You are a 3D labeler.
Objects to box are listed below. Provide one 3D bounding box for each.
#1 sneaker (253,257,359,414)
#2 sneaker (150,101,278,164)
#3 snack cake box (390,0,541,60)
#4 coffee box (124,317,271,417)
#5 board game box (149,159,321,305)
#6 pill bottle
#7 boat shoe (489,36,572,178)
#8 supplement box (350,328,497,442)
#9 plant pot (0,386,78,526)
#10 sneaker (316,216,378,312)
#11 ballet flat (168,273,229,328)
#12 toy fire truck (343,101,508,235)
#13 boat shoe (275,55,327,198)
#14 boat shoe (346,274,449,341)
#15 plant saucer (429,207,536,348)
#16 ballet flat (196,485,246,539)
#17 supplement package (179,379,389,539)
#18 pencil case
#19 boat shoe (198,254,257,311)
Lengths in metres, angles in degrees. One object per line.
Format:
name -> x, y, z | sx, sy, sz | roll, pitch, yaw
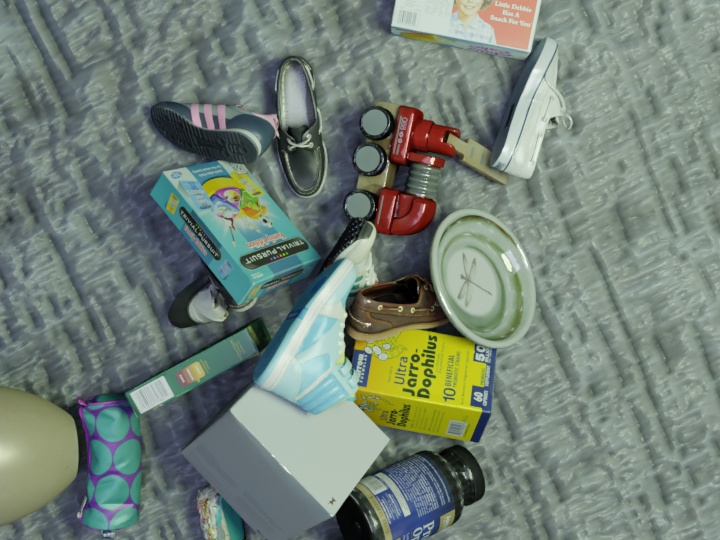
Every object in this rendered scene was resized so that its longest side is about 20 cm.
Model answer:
sneaker -> -0.036, 0.094, 1.190 | 0.130, 0.079, 0.201 | 37, 78, -13
sneaker -> -0.206, -0.208, 1.315 | 0.199, 0.082, 0.071 | 21, 140, 24
snack cake box -> 0.149, -0.373, 1.284 | 0.198, 0.067, 0.116 | 12, 93, 2
coffee box -> -0.228, 0.137, 1.318 | 0.199, 0.123, 0.044 | -29, 91, 3
board game box -> -0.168, -0.060, 1.261 | 0.200, 0.151, 0.047 | 49, 125, 13
pill bottle -> 0.073, 0.320, 1.287 | 0.199, 0.112, 0.113 | -19, 94, -28
boat shoe -> 0.253, -0.220, 1.278 | 0.085, 0.075, 0.203 | 23, 77, -10
supplement box -> 0.083, 0.155, 1.288 | 0.198, 0.110, 0.110 | 9, 58, 2
plant pot -> -0.482, 0.262, 1.324 | 0.133, 0.200, 0.202 | -1, 95, -27
sneaker -> 0.000, 0.001, 1.277 | 0.093, 0.200, 0.071 | 28, 55, -6
ballet flat -> -0.195, 0.027, 1.327 | 0.199, 0.069, 0.068 | -38, 125, 6
toy fire truck -> 0.097, -0.130, 1.286 | 0.198, 0.129, 0.178 | 13, 95, 15
boat shoe -> -0.086, -0.204, 1.313 | 0.073, 0.060, 0.202 | -1, 94, 3
boat shoe -> 0.069, 0.042, 1.268 | 0.070, 0.199, 0.071 | 35, 126, 37
plant saucer -> 0.161, 0.015, 1.285 | 0.050, 0.200, 0.201 | -25, 94, 49
ballet flat -> -0.204, 0.412, 1.374 | 0.063, 0.075, 0.202 | -6, 90, 34
supplement package -> -0.106, 0.242, 1.261 | 0.191, 0.147, 0.200 | 46, 140, -2
pencil case -> -0.370, 0.282, 1.355 | 0.092, 0.085, 0.202 | -1, 94, -26
boat shoe -> -0.197, -0.035, 1.291 | 0.066, 0.057, 0.201 | -27, 60, -1
